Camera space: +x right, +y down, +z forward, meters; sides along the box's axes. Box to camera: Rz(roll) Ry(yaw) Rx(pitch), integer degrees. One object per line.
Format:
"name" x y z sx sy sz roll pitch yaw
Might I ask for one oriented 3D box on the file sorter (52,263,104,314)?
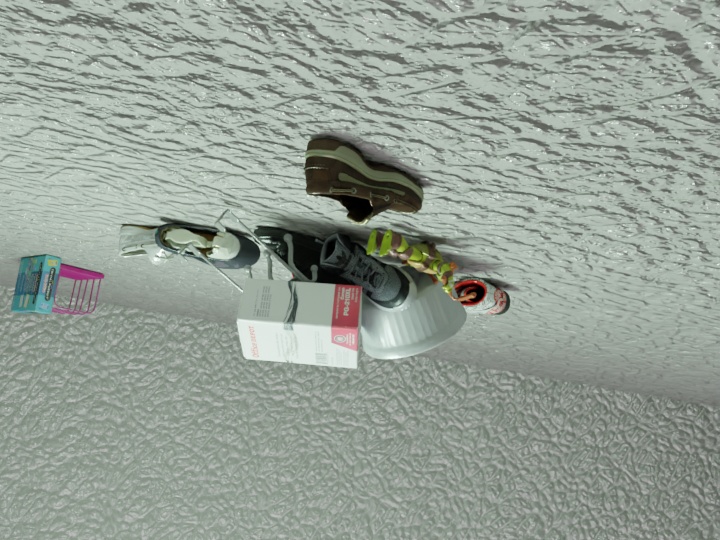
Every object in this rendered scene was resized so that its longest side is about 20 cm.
"file sorter" -0.870 0.060 2.533 0.138 0.128 0.198 17 167 -39

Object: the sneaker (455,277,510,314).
"sneaker" 0.188 0.053 1.708 0.198 0.069 0.107 -2 164 35

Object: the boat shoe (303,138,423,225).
"boat shoe" 0.002 -0.091 1.039 0.074 0.076 0.201 0 166 43

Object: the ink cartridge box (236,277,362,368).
"ink cartridge box" -0.098 0.089 1.435 0.196 0.086 0.146 4 148 2

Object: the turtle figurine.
"turtle figurine" 0.098 -0.017 1.373 0.159 0.065 0.200 24 -173 -26

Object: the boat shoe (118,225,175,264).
"boat shoe" -0.387 -0.044 1.669 0.197 0.071 0.071 3 167 28

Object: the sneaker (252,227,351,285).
"sneaker" -0.101 -0.005 1.525 0.196 0.106 0.060 12 170 -18

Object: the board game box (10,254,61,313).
"board game box" -0.895 0.041 2.371 0.046 0.154 0.198 15 169 -39

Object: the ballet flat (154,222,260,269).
"ballet flat" -0.281 -0.047 1.572 0.196 0.075 0.073 12 170 -2

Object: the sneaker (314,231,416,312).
"sneaker" 0.000 0.000 1.428 0.113 0.076 0.199 27 -175 -47

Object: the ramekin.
"ramekin" 0.084 0.066 1.538 0.197 0.099 0.201 -18 -162 6

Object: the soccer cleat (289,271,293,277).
"soccer cleat" -0.061 0.038 1.634 0.200 0.069 0.085 45 -157 30

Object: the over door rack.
"over door rack" -0.186 -0.022 1.453 0.199 0.067 0.147 34 139 -23
